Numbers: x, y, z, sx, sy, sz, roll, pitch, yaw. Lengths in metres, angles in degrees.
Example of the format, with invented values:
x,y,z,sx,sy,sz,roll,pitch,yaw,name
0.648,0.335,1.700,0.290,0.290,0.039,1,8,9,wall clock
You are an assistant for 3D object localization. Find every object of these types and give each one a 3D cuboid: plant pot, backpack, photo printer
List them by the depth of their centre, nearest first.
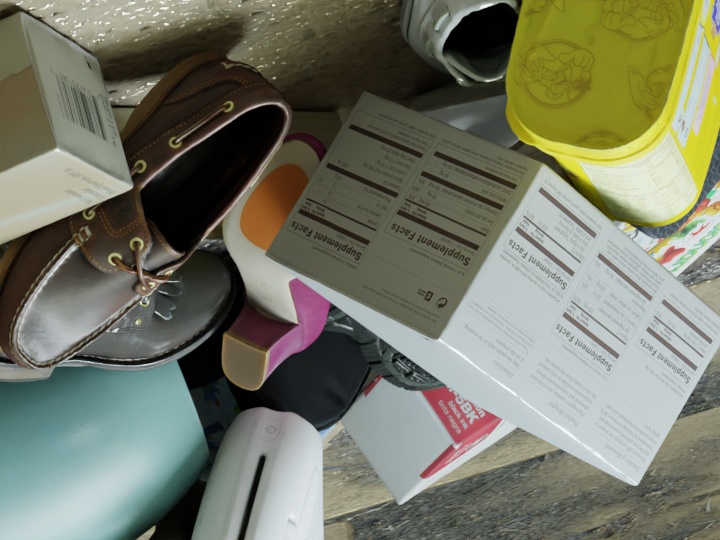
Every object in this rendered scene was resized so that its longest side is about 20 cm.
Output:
x,y,z,sx,sy,sz,roll,pitch,yaw,name
-0.189,0.091,1.570,0.160,0.201,0.201,-23,164,-8,plant pot
-0.068,0.193,1.599,0.069,0.167,0.200,11,150,6,photo printer
-0.082,0.083,1.723,0.199,0.154,0.163,-15,-151,36,backpack

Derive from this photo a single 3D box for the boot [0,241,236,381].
x,y,z,sx,sy,sz,roll,pitch,yaw,name
-0.134,-0.007,1.430,0.199,0.069,0.174,-15,156,-32,boot

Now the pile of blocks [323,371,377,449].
x,y,z,sx,sy,sz,roll,pitch,yaw,name
-0.036,0.094,1.923,0.082,0.062,0.200,-27,166,-42,pile of blocks

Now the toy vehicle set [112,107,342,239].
x,y,z,sx,sy,sz,roll,pitch,yaw,name
-0.119,-0.053,1.454,0.199,0.027,0.124,-2,157,-41,toy vehicle set

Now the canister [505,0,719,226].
x,y,z,sx,sy,sz,roll,pitch,yaw,name
0.144,-0.111,1.336,0.086,0.149,0.200,12,172,16,canister

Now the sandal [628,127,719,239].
x,y,z,sx,sy,sz,roll,pitch,yaw,name
0.219,-0.107,1.492,0.200,0.043,0.076,-44,142,-12,sandal

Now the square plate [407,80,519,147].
x,y,z,sx,sy,sz,roll,pitch,yaw,name
0.114,-0.093,1.558,0.199,0.029,0.198,-16,162,-6,square plate

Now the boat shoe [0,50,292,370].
x,y,z,sx,sy,sz,roll,pitch,yaw,name
-0.116,-0.027,1.312,0.200,0.070,0.070,-52,136,-2,boat shoe

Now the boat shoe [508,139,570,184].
x,y,z,sx,sy,sz,roll,pitch,yaw,name
0.104,-0.036,1.558,0.073,0.069,0.200,-3,157,-38,boat shoe

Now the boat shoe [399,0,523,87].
x,y,z,sx,sy,sz,roll,pitch,yaw,name
0.058,-0.127,1.328,0.073,0.067,0.200,-19,163,6,boat shoe

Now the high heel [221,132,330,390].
x,y,z,sx,sy,sz,roll,pitch,yaw,name
-0.034,-0.021,1.494,0.096,0.067,0.201,-51,158,-43,high heel

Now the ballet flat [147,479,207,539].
x,y,z,sx,sy,sz,roll,pitch,yaw,name
-0.126,0.181,1.611,0.046,0.068,0.200,11,-162,2,ballet flat

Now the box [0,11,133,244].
x,y,z,sx,sy,sz,roll,pitch,yaw,name
-0.228,-0.048,1.274,0.199,0.078,0.095,-23,163,16,box

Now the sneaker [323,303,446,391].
x,y,z,sx,sy,sz,roll,pitch,yaw,name
0.000,0.000,1.642,0.076,0.091,0.200,-20,137,31,sneaker

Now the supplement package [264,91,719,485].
x,y,z,sx,sy,sz,roll,pitch,yaw,name
0.078,0.011,1.406,0.200,0.156,0.111,37,82,-42,supplement package

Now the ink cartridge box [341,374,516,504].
x,y,z,sx,sy,sz,roll,pitch,yaw,name
0.101,0.072,1.860,0.200,0.083,0.147,-31,170,-25,ink cartridge box

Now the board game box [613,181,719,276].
x,y,z,sx,sy,sz,roll,pitch,yaw,name
0.199,-0.035,1.698,0.126,0.035,0.200,-11,157,-33,board game box
